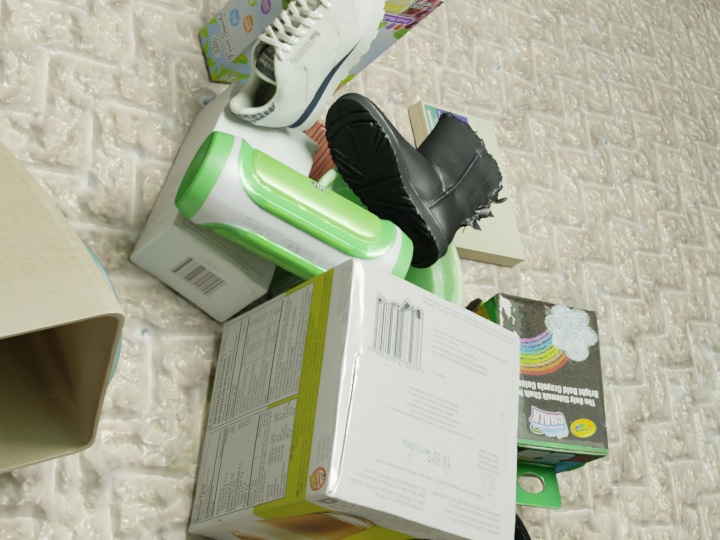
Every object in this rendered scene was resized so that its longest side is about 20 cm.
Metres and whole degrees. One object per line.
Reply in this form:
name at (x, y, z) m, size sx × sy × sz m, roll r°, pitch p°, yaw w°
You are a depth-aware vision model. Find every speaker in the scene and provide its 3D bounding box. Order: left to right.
speaker at (-0.056, -0.041, 0.921) m, size 0.200 × 0.088 × 0.089 m, roll 28°, pitch 50°, yaw -18°

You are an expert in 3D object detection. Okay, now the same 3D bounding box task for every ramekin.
ramekin at (0.000, 0.000, 1.074) m, size 0.200 × 0.098 × 0.201 m, roll 23°, pitch 53°, yaw -34°

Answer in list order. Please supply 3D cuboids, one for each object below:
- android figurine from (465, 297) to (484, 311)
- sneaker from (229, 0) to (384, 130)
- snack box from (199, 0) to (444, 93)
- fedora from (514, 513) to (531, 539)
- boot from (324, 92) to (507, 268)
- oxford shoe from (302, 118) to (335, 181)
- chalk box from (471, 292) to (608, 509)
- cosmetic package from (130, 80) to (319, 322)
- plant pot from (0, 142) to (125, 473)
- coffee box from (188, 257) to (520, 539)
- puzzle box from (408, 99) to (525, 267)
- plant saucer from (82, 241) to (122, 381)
android figurine at (0.188, 0.126, 1.228) m, size 0.200 × 0.041 × 0.182 m, roll 43°, pitch 44°, yaw -15°
sneaker at (-0.047, -0.213, 0.966) m, size 0.080 × 0.200 × 0.076 m, roll 3°, pitch 37°, yaw -42°
snack box at (-0.042, -0.262, 1.106) m, size 0.168 × 0.200 × 0.068 m, roll 0°, pitch 68°, yaw -43°
fedora at (0.099, 0.307, 0.986) m, size 0.201 × 0.091 × 0.201 m, roll 39°, pitch 44°, yaw -52°
boot at (0.062, -0.113, 1.070) m, size 0.199 × 0.073 × 0.162 m, roll 58°, pitch 43°, yaw -12°
oxford shoe at (-0.010, -0.108, 1.165) m, size 0.200 × 0.071 × 0.074 m, roll 39°, pitch 21°, yaw -20°
chalk box at (0.167, 0.144, 1.091) m, size 0.124 × 0.124 × 0.201 m, roll 10°, pitch 65°, yaw -20°
cosmetic package at (-0.124, -0.069, 1.009) m, size 0.113 × 0.081 × 0.200 m, roll 38°, pitch 45°, yaw -23°
plant pot at (-0.289, 0.025, 0.700) m, size 0.199 × 0.200 × 0.177 m, roll -13°, pitch 62°, yaw -28°
coffee box at (-0.002, 0.140, 0.917) m, size 0.199 × 0.197 × 0.201 m, roll 26°, pitch 55°, yaw -32°
puzzle box at (0.132, -0.107, 1.314) m, size 0.133 × 0.025 × 0.201 m, roll 9°, pitch 61°, yaw -40°
plant saucer at (-0.275, 0.031, 0.849) m, size 0.200 × 0.027 × 0.201 m, roll 22°, pitch 54°, yaw -33°
